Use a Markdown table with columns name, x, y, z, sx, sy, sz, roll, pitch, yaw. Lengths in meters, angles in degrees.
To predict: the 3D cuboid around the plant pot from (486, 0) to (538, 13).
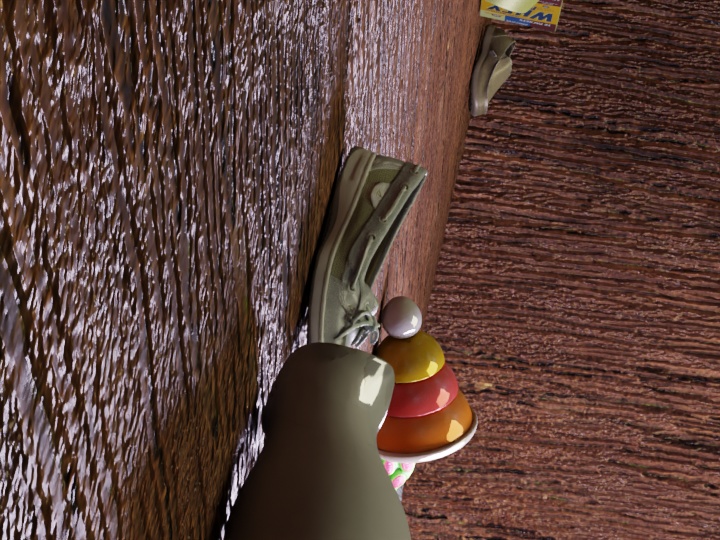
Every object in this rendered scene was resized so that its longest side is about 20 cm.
| name | x | y | z | sx | sy | sz | roll | pitch | yaw |
| --- | --- | --- | --- | --- | --- | --- | --- | --- | --- |
| plant pot | 0.215 | -0.443 | 2.586 | 0.187 | 0.187 | 0.200 | -67 | -177 | -68 |

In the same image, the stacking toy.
| name | x | y | z | sx | sy | sz | roll | pitch | yaw |
| --- | --- | --- | --- | --- | --- | --- | --- | --- | --- |
| stacking toy | 0.059 | 0.120 | 2.445 | 0.146 | 0.146 | 0.201 | -70 | 152 | -63 |

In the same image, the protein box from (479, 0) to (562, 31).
| name | x | y | z | sx | sy | sz | roll | pitch | yaw |
| --- | --- | --- | --- | --- | --- | --- | --- | --- | --- |
| protein box | 0.283 | -0.529 | 3.325 | 0.199 | 0.134 | 0.201 | 78 | 23 | -81 |

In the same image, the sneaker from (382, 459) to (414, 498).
| name | x | y | z | sx | sy | sz | roll | pitch | yaw |
| --- | --- | --- | --- | --- | --- | --- | --- | --- | --- |
| sneaker | 0.026 | 0.258 | 2.611 | 0.200 | 0.076 | 0.084 | 102 | -14 | -47 |

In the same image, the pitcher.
| name | x | y | z | sx | sy | sz | roll | pitch | yaw |
| --- | --- | --- | --- | --- | --- | --- | --- | --- | --- |
| pitcher | -0.036 | 0.174 | 1.298 | 0.172 | 0.121 | 0.200 | 118 | -20 | -44 |

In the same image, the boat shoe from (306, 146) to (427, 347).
| name | x | y | z | sx | sy | sz | roll | pitch | yaw |
| --- | --- | --- | --- | --- | --- | --- | --- | --- | --- |
| boat shoe | 0.000 | 0.000 | 1.514 | 0.075 | 0.065 | 0.203 | 94 | 9 | -60 |

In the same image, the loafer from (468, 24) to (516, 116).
| name | x | y | z | sx | sy | sz | roll | pitch | yaw |
| --- | --- | --- | --- | --- | --- | --- | --- | --- | --- |
| loafer | 0.241 | -0.365 | 3.664 | 0.076 | 0.067 | 0.201 | 94 | 9 | -60 |
